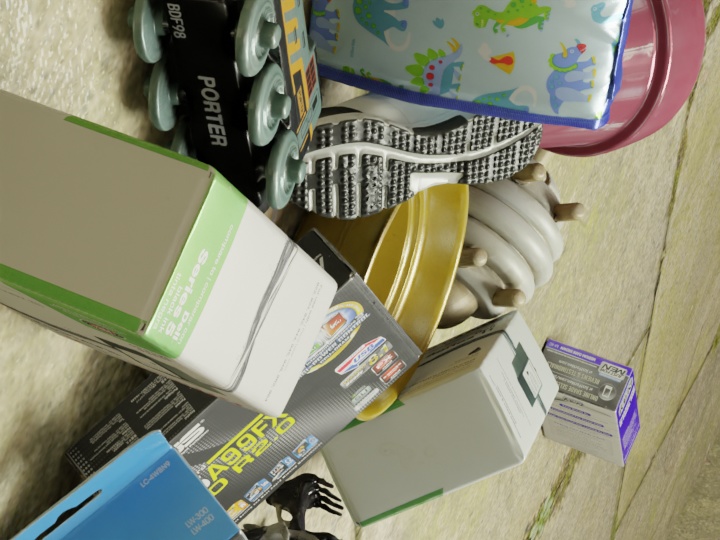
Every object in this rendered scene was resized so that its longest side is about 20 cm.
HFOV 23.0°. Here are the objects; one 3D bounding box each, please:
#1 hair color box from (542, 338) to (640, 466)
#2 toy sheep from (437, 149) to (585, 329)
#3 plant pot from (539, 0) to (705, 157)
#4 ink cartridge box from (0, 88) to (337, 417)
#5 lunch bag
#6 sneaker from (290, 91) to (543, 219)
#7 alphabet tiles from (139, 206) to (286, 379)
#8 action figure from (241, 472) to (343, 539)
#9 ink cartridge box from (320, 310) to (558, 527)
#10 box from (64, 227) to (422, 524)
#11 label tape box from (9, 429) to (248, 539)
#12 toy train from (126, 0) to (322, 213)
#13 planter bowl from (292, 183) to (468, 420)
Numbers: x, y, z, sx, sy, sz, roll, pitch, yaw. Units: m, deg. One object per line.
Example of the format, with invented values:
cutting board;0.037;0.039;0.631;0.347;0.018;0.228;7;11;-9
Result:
hair color box;0.272;0.161;2.124;0.065;0.109;0.200;-65;160;-17
toy sheep;0.110;-0.033;1.465;0.200;0.138;0.138;-50;155;-18
plant pot;0.126;-0.170;1.318;0.179;0.200;0.201;-24;132;-44
ink cartridge box;-0.113;-0.005;0.861;0.084;0.145;0.200;-67;160;-9
lunch bag;0.080;-0.193;1.125;0.127;0.199;0.171;-44;147;-51
sneaker;0.019;-0.088;1.170;0.199;0.080;0.074;-9;125;-28
alphabet tiles;-0.088;-0.014;1.132;0.200;0.008;0.167;-61;158;-24
action figure;-0.068;0.228;1.276;0.200;0.102;0.119;-44;134;-53
ink cartridge box;0.066;0.113;1.405;0.083;0.146;0.200;64;17;-4
box;-0.066;0.081;1.091;0.200;0.044;0.160;-42;154;-2
label tape box;-0.134;0.189;1.036;0.143;0.066;0.200;-39;155;-10
toy train;-0.069;-0.120;0.985;0.200;0.085;0.114;81;21;-50
planter bowl;0.000;0.000;1.269;0.201;0.083;0.201;-54;154;-41
